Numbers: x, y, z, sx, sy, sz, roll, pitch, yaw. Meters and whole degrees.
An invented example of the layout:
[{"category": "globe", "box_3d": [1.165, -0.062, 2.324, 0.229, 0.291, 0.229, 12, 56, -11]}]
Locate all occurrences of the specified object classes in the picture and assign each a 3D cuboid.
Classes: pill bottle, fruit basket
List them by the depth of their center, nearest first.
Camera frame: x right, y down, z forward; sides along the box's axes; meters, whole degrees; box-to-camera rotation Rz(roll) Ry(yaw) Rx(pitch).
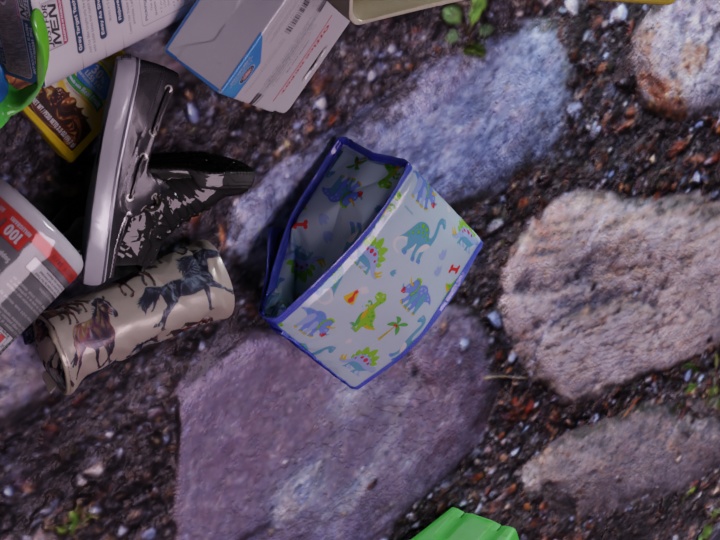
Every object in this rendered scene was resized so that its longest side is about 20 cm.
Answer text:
[{"category": "pill bottle", "box_3d": [-0.338, 0.027, 1.559, 0.200, 0.116, 0.116, -47, 136, -10]}, {"category": "fruit basket", "box_3d": [0.101, 0.403, 2.160, 0.215, 0.155, 0.216, -26, 123, -48]}]

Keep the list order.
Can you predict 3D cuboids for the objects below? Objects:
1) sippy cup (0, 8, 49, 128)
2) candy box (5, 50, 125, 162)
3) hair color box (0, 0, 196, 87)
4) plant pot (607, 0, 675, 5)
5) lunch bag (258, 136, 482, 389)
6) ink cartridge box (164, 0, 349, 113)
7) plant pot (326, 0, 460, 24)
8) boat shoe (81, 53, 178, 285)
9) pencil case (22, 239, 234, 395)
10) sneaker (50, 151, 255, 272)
[{"category": "sippy cup", "box_3d": [-0.338, -0.176, 1.421, 0.177, 0.140, 0.131, -22, 127, -30]}, {"category": "candy box", "box_3d": [-0.267, -0.189, 1.560, 0.102, 0.026, 0.200, -50, 137, -11]}, {"category": "hair color box", "box_3d": [-0.210, -0.236, 1.525, 0.200, 0.060, 0.100, -34, 132, -40]}, {"category": "plant pot", "box_3d": [0.217, -0.347, 1.781, 0.200, 0.176, 0.201, -3, 117, -41]}, {"category": "lunch bag", "box_3d": [0.000, 0.000, 1.833, 0.170, 0.127, 0.200, 41, 76, -47]}, {"category": "ink cartridge box", "box_3d": [-0.085, -0.209, 1.635, 0.116, 0.068, 0.200, -54, 169, 7]}, {"category": "plant pot", "box_3d": [0.021, -0.349, 1.605, 0.199, 0.177, 0.201, -18, 125, -34]}, {"category": "boat shoe", "box_3d": [-0.195, -0.082, 1.598, 0.066, 0.070, 0.201, 10, 94, -13]}, {"category": "pencil case", "box_3d": [-0.206, 0.041, 1.711, 0.200, 0.078, 0.089, -26, 169, -29]}, {"category": "sneaker", "box_3d": [-0.192, -0.049, 1.686, 0.199, 0.060, 0.105, -3, 113, -33]}]
